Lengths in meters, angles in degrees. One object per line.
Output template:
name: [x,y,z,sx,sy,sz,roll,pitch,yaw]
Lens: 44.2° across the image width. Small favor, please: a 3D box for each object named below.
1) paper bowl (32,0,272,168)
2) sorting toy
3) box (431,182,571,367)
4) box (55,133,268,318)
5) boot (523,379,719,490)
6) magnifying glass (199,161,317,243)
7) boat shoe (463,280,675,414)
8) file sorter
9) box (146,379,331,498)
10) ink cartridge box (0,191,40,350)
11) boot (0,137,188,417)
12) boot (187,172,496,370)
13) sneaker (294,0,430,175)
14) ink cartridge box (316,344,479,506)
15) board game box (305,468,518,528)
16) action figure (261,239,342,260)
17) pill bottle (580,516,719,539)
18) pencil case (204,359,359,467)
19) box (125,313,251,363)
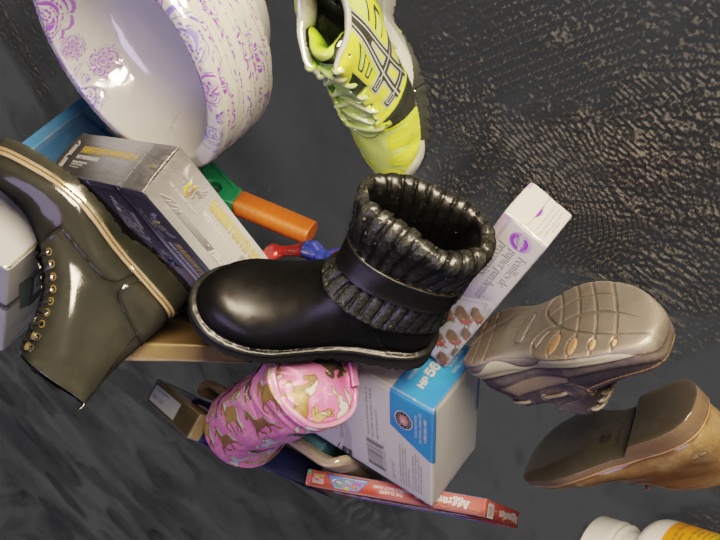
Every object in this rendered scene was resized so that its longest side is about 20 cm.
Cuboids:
paper bowl: [-0.148,-0.188,0.678,0.199,0.104,0.203,29,145,22]
sorting toy: [-0.062,0.178,0.983,0.198,0.037,0.185,23,171,28]
box: [0.095,0.011,0.685,0.039,0.041,0.201,39,147,7]
box: [-0.155,-0.025,0.764,0.157,0.049,0.201,12,148,44]
boot: [0.206,0.150,0.692,0.075,0.074,0.199,40,146,-11]
magnifying glass: [-0.132,-0.070,0.828,0.197,0.080,0.023,21,139,15]
boat shoe: [0.159,0.061,0.653,0.073,0.075,0.199,43,157,-15]
file sorter: [-0.280,-0.059,0.937,0.122,0.139,0.201,35,146,7]
box: [-0.123,0.182,0.952,0.199,0.033,0.120,34,171,-34]
ink cartridge box: [-0.366,-0.031,0.851,0.145,0.084,0.200,40,146,0]
boot: [-0.256,0.006,0.725,0.200,0.139,0.077,43,158,-11]
boot: [-0.019,-0.001,0.642,0.207,0.081,0.159,4,147,-10]
sneaker: [-0.007,-0.141,0.602,0.074,0.077,0.202,12,135,37]
ink cartridge box: [0.008,0.107,0.840,0.198,0.084,0.148,27,142,27]
board game box: [0.052,0.232,0.903,0.197,0.020,0.103,2,160,30]
action figure: [0.000,0.000,0.753,0.197,0.052,0.066,-6,125,35]
pill bottle: [0.272,0.263,0.695,0.198,0.111,0.112,9,133,43]
pencil case: [-0.073,0.120,0.788,0.083,0.087,0.200,45,147,-3]
box: [-0.195,0.063,0.853,0.196,0.164,0.022,3,96,-2]
